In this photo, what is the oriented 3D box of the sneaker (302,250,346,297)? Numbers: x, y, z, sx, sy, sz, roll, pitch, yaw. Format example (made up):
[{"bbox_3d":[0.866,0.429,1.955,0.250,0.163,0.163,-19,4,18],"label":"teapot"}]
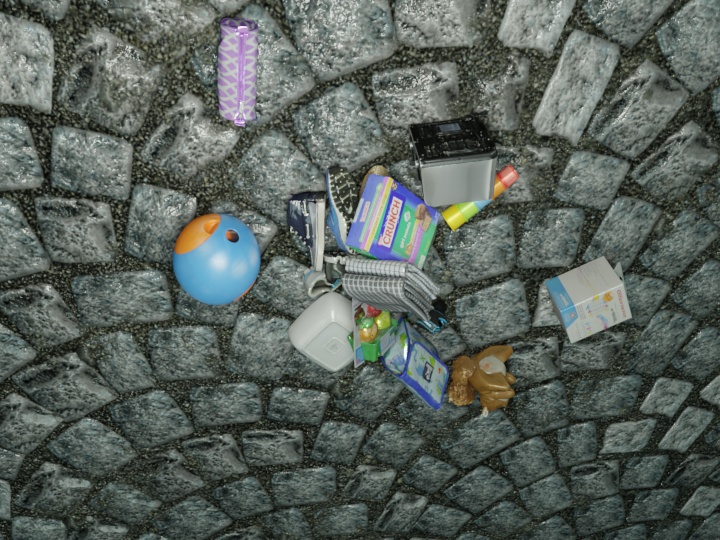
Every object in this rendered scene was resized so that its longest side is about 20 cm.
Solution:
[{"bbox_3d":[-0.052,0.009,1.655,0.197,0.087,0.076,-30,122,10],"label":"sneaker"}]

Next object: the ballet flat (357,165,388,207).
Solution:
[{"bbox_3d":[0.024,-0.144,1.572,0.068,0.066,0.204,8,123,-13],"label":"ballet flat"}]

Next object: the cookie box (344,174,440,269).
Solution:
[{"bbox_3d":[0.076,-0.095,1.529,0.198,0.074,0.175,27,80,-42],"label":"cookie box"}]

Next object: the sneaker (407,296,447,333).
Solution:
[{"bbox_3d":[0.185,0.122,1.716,0.082,0.199,0.074,40,109,17],"label":"sneaker"}]

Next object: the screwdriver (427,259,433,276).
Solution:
[{"bbox_3d":[0.167,0.052,1.758,0.027,0.029,0.205,3,120,-10],"label":"screwdriver"}]

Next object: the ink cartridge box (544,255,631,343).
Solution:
[{"bbox_3d":[0.612,0.071,1.773,0.196,0.127,0.130,-25,125,10],"label":"ink cartridge box"}]

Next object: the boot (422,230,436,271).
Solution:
[{"bbox_3d":[0.145,-0.015,1.639,0.066,0.132,0.203,12,123,-17],"label":"boot"}]

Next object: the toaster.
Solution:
[{"bbox_3d":[0.204,-0.244,1.462,0.194,0.183,0.121,-7,129,-2],"label":"toaster"}]

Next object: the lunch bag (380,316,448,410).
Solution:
[{"bbox_3d":[0.142,0.252,1.783,0.127,0.202,0.170,-37,121,19],"label":"lunch bag"}]

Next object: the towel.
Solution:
[{"bbox_3d":[0.069,0.045,1.515,0.162,0.088,0.199,2,160,31],"label":"towel"}]

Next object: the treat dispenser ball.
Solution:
[{"bbox_3d":[-0.323,-0.026,1.518,0.195,0.203,0.205,-4,126,-5],"label":"treat dispenser ball"}]

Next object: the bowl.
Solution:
[{"bbox_3d":[-0.071,0.176,1.777,0.199,0.075,0.199,-42,121,18],"label":"bowl"}]

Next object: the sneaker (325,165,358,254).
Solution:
[{"bbox_3d":[-0.051,-0.137,1.548,0.077,0.088,0.206,-20,105,-37],"label":"sneaker"}]

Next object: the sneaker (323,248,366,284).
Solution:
[{"bbox_3d":[0.000,0.000,1.606,0.194,0.066,0.093,1,105,-21],"label":"sneaker"}]

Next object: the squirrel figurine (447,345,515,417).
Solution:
[{"bbox_3d":[0.347,0.328,1.928,0.194,0.144,0.189,-1,137,10],"label":"squirrel figurine"}]

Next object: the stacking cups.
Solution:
[{"bbox_3d":[0.284,-0.179,1.600,0.199,0.061,0.060,-39,122,12],"label":"stacking cups"}]

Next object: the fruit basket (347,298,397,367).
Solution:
[{"bbox_3d":[0.035,0.115,1.678,0.092,0.185,0.205,17,120,25],"label":"fruit basket"}]

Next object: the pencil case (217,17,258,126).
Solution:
[{"bbox_3d":[-0.245,-0.397,1.345,0.081,0.086,0.204,0,124,-10],"label":"pencil case"}]

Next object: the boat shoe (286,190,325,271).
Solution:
[{"bbox_3d":[-0.129,-0.094,1.589,0.090,0.075,0.205,3,118,-1],"label":"boat shoe"}]
